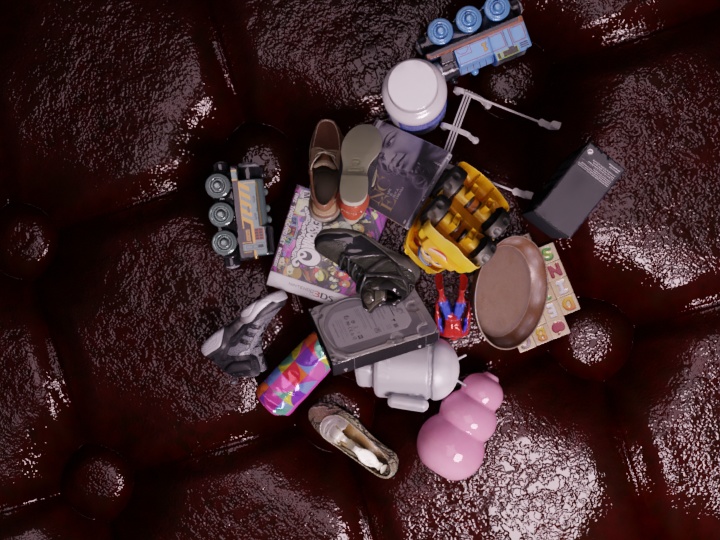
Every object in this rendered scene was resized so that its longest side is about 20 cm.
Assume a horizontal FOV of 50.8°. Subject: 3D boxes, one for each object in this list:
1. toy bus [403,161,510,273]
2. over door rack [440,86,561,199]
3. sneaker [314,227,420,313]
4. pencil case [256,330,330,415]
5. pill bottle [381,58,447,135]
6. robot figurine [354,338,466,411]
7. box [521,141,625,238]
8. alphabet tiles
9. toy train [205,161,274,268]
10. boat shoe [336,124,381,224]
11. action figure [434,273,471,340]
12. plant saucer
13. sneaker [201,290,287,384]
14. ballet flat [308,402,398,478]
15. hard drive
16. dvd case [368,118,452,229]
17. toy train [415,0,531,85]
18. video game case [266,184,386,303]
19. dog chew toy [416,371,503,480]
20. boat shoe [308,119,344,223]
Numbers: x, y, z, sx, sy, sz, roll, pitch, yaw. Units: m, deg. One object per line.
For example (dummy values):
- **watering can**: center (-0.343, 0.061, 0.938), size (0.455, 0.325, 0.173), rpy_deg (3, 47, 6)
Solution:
- **toy bus**: center (0.140, -0.063, 1.319), size (0.136, 0.200, 0.192), rpy_deg (43, 134, -11)
- **over door rack**: center (0.237, -0.227, 1.369), size (0.200, 0.067, 0.148), rpy_deg (19, 96, -2)
- **sneaker**: center (0.000, 0.000, 1.341), size (0.199, 0.114, 0.076), rpy_deg (28, 137, -1)
- **pencil case**: center (-0.102, 0.183, 1.409), size (0.200, 0.088, 0.088), rpy_deg (-45, 87, 8)
- **pill bottle**: center (0.094, -0.301, 1.310), size (0.112, 0.200, 0.112), rpy_deg (0, 93, 5)
- **robot figurine**: center (0.091, 0.176, 1.371), size (0.199, 0.113, 0.170), rpy_deg (1, 57, 7)
- **box**: center (0.355, -0.130, 1.290), size (0.079, 0.200, 0.141), rpy_deg (41, 96, 3)
- **alphabet tiles**: center (0.303, 0.041, 1.400), size (0.166, 0.006, 0.200), rpy_deg (-23, 90, 6)
- **toy train**: center (-0.224, -0.106, 1.416), size (0.114, 0.085, 0.201), rpy_deg (-7, 90, -6)
- **boat shoe**: center (-0.003, -0.175, 1.344), size (0.071, 0.063, 0.200), rpy_deg (5, 55, 4)
- **action figure**: center (0.163, 0.070, 1.334), size (0.065, 0.200, 0.052), rpy_deg (-2, 55, 6)
- **plant saucer**: center (0.257, 0.038, 1.333), size (0.034, 0.200, 0.201), rpy_deg (10, 94, 49)
- **sneaker**: center (-0.195, 0.129, 1.423), size (0.200, 0.075, 0.114), rpy_deg (-37, 89, 12)
- **ballet flat**: center (-0.014, 0.317, 1.409), size (0.200, 0.075, 0.068), rpy_deg (36, 96, 4)
- **hard drive**: center (0.022, 0.097, 1.345), size (0.200, 0.038, 0.140), rpy_deg (-15, 47, -14)
- **dvd case**: center (0.056, -0.176, 1.351), size (0.200, 0.016, 0.149), rpy_deg (35, 97, 43)
- **toy train**: center (0.202, -0.410, 1.354), size (0.200, 0.087, 0.114), rpy_deg (-22, 96, 4)
- **video game case**: center (-0.062, -0.040, 1.419), size (0.181, 0.036, 0.200), rpy_deg (18, 94, 3)
- **dog chew toy**: center (0.188, 0.274, 1.369), size (0.124, 0.125, 0.200), rpy_deg (31, 87, 4)
- **boat shoe**: center (-0.059, -0.189, 1.376), size (0.076, 0.072, 0.201), rpy_deg (-1, 72, -2)
